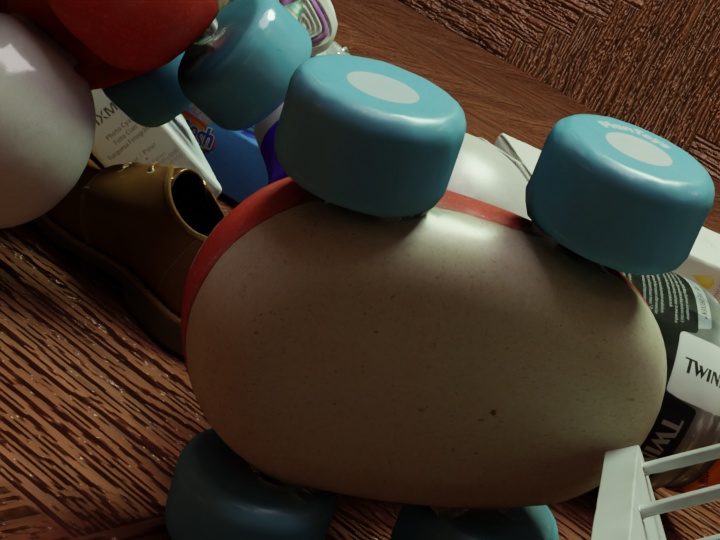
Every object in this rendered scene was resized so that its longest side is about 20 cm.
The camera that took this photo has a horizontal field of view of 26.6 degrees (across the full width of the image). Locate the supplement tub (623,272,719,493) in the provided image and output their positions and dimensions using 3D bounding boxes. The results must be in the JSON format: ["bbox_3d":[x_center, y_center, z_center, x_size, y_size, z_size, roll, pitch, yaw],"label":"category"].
[{"bbox_3d":[0.111,0.043,0.812,0.199,0.123,0.123,22,15,-14],"label":"supplement tub"}]

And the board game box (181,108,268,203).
[{"bbox_3d":[-0.101,-0.100,1.094,0.199,0.045,0.152,30,14,16],"label":"board game box"}]

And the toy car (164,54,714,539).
[{"bbox_3d":[0.013,-0.003,0.597,0.175,0.186,0.200,12,25,-15],"label":"toy car"}]

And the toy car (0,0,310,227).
[{"bbox_3d":[-0.163,-0.089,0.693,0.184,0.201,0.176,42,-18,-30],"label":"toy car"}]

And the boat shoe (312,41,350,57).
[{"bbox_3d":[-0.025,-0.132,1.110,0.064,0.075,0.202,21,7,-6],"label":"boat shoe"}]

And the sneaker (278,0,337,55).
[{"bbox_3d":[-0.097,-0.204,1.043,0.199,0.075,0.100,29,7,14],"label":"sneaker"}]

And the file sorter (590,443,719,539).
[{"bbox_3d":[0.140,0.131,0.431,0.124,0.140,0.200,-16,6,15],"label":"file sorter"}]

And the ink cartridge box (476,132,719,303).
[{"bbox_3d":[0.133,0.015,0.938,0.199,0.129,0.125,22,15,-13],"label":"ink cartridge box"}]

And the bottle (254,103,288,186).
[{"bbox_3d":[0.000,0.000,0.724,0.065,0.083,0.201,45,17,-55],"label":"bottle"}]

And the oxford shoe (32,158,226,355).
[{"bbox_3d":[-0.112,-0.030,0.784,0.200,0.072,0.071,35,18,35],"label":"oxford shoe"}]

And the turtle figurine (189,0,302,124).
[{"bbox_3d":[-0.140,-0.172,0.869,0.199,0.101,0.149,36,-32,-22],"label":"turtle figurine"}]

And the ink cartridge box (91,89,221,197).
[{"bbox_3d":[-0.170,-0.130,0.908,0.200,0.047,0.160,52,2,-27],"label":"ink cartridge box"}]
